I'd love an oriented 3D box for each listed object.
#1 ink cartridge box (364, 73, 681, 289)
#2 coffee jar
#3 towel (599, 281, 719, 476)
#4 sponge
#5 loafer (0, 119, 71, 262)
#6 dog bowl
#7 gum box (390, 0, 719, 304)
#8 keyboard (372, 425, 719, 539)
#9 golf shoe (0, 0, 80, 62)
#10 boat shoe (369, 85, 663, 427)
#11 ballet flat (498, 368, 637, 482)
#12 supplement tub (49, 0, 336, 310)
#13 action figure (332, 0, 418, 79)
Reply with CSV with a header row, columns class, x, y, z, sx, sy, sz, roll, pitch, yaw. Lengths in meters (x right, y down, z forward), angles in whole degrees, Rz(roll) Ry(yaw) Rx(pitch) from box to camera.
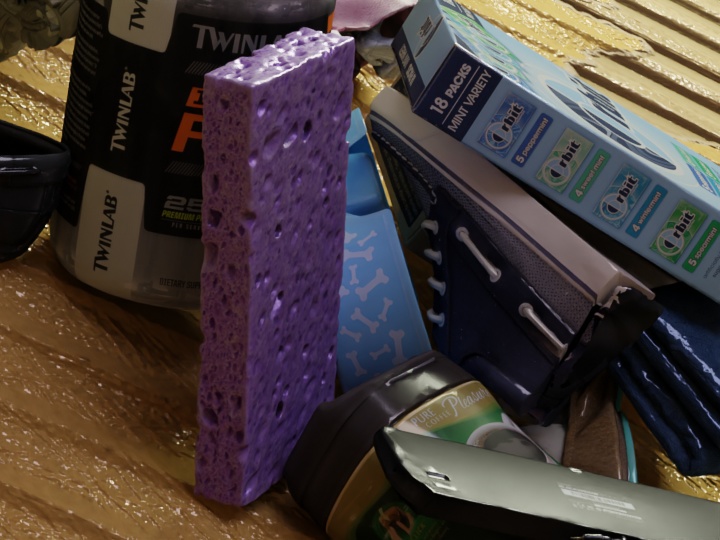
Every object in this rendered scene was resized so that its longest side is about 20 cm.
class,x,y,z,sx,sy,sz,roll,pitch,yaw
ink cartridge box,0.108,-0.027,1.582,0.200,0.075,0.165,33,19,-22
coffee jar,0.063,0.126,1.277,0.200,0.085,0.104,42,34,18
towel,0.209,0.048,1.464,0.200,0.049,0.112,-7,54,-52
sponge,-0.040,-0.002,1.273,0.030,0.201,0.112,10,20,20
loafer,-0.232,-0.070,1.305,0.200,0.071,0.068,22,27,-21
dog bowl,0.000,0.000,1.420,0.049,0.112,0.200,-17,34,2
gum box,0.114,-0.066,1.454,0.200,0.045,0.170,31,12,-10
keyboard,0.102,0.121,1.219,0.199,0.040,0.104,13,16,-17
golf shoe,-0.160,-0.160,1.457,0.097,0.079,0.200,-30,21,-24
boat shoe,0.053,-0.007,1.413,0.200,0.093,0.075,43,7,34
ballet flat,0.107,0.077,1.436,0.072,0.068,0.200,4,46,0
supplement tub,-0.080,-0.092,1.346,0.122,0.201,0.123,9,22,-4
action figure,-0.043,-0.198,1.719,0.149,0.134,0.200,-34,84,-36
